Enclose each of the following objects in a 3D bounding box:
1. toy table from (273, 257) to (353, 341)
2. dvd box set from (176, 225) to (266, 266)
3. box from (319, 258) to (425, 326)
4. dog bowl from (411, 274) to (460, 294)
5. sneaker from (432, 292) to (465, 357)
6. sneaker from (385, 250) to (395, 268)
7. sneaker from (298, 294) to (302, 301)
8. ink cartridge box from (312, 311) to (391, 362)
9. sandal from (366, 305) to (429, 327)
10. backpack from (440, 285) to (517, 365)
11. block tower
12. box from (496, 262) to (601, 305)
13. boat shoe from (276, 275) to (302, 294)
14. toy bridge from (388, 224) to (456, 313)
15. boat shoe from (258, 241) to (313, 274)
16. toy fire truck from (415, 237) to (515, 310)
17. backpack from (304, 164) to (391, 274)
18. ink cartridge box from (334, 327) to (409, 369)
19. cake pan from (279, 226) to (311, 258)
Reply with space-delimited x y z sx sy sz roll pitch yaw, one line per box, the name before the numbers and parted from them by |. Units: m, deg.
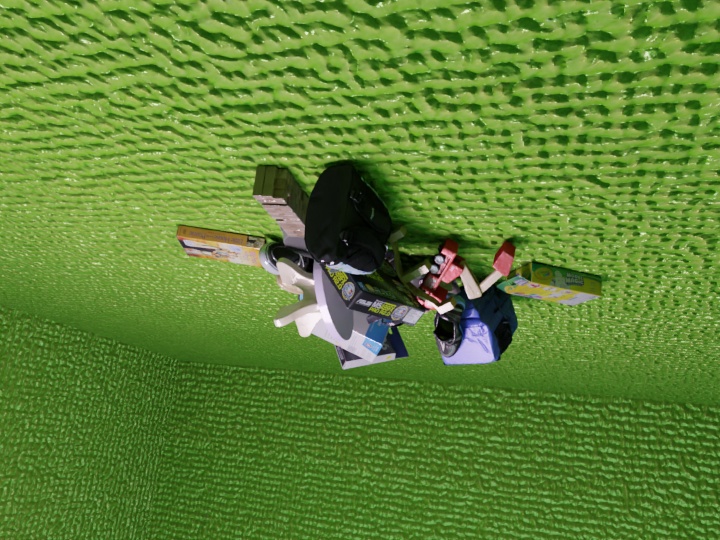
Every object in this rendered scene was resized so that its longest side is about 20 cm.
toy table | -0.098 0.058 1.346 0.115 0.204 0.184 -5 -163 21
dvd box set | -0.312 -0.053 1.475 0.195 0.030 0.147 9 164 -3
box | 0.018 0.023 1.236 0.198 0.161 0.044 19 118 -45
dog bowl | 0.126 0.043 1.447 0.196 0.060 0.200 -14 171 -2
sneaker | 0.185 0.130 1.405 0.070 0.083 0.201 24 148 21
sneaker | 0.000 0.000 1.437 0.195 0.079 0.085 3 168 16
sneaker | -0.115 0.077 1.742 0.093 0.081 0.200 4 164 4
ink cartridge box | -0.035 0.124 1.530 0.197 0.086 0.145 24 155 1
sandal | 0.106 0.093 1.396 0.196 0.044 0.076 -9 171 -27
backpack | 0.287 0.114 1.529 0.160 0.171 0.199 -3 -161 36
block tower | -0.127 -0.115 1.135 0.053 0.059 0.200 4 165 15
box | 0.408 0.030 1.400 0.196 0.050 0.117 9 164 -14
boat shoe | -0.106 0.017 1.565 0.196 0.073 0.064 3 161 -22
toy bridge | 0.107 0.003 1.257 0.067 0.027 0.201 -28 106 32
boat shoe | -0.144 -0.027 1.443 0.070 0.074 0.198 -14 165 32
toy fire truck | 0.205 0.010 1.274 0.139 0.049 0.202 28 123 2
backpack | -0.018 -0.071 1.087 0.151 0.167 0.198 6 173 37
ink cartridge box | 0.014 0.145 1.663 0.196 0.200 0.047 -8 147 -25
cake pan | -0.073 -0.063 1.320 0.195 0.038 0.201 7 163 2
